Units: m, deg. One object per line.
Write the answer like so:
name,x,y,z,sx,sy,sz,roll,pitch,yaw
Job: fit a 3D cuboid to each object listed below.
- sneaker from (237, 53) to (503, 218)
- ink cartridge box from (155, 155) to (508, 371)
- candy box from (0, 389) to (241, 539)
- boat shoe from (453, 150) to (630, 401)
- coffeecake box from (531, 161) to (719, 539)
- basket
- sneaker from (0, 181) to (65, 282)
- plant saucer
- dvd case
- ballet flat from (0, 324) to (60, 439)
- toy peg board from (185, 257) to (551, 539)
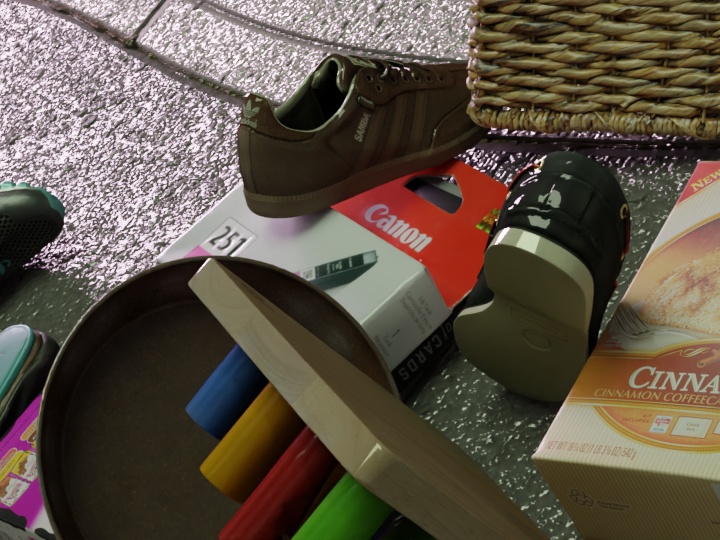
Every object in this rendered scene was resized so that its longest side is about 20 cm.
sneaker,0.011,-0.098,1.199,0.199,0.076,0.070,-29,33,-36
ink cartridge box,-0.007,-0.019,1.176,0.173,0.044,0.200,-43,35,-10
candy box,-0.120,0.117,1.129,0.199,0.061,0.137,12,54,47
boat shoe,0.092,0.009,0.992,0.073,0.202,0.063,26,68,9
coffeecake box,0.197,0.042,0.949,0.153,0.073,0.201,2,47,42
basket,0.172,-0.160,1.198,0.198,0.151,0.142,2,10,27
sneaker,-0.287,0.014,1.400,0.199,0.078,0.092,-30,50,12
plant saucer,-0.072,0.094,1.026,0.201,0.200,0.034,-51,10,-25
dvd case,0.000,0.000,1.206,0.150,0.025,0.200,-44,35,-14
ballet flat,-0.237,0.124,1.208,0.068,0.069,0.200,10,53,47
toy peg board,0.001,0.118,0.922,0.098,0.200,0.199,-50,35,2
